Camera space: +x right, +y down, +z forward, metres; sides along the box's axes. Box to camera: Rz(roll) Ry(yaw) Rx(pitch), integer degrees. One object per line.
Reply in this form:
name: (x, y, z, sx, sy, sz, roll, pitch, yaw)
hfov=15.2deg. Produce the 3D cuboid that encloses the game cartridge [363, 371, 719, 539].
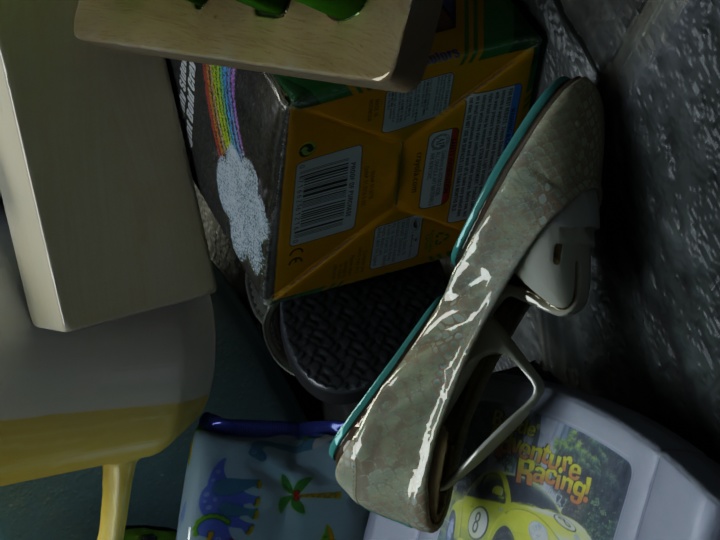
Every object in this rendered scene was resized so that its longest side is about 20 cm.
game cartridge: (0.077, 0.116, 1.116, 0.199, 0.041, 0.134, 19, 92, 47)

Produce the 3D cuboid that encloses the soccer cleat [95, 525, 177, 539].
soccer cleat: (-0.090, 0.189, 1.474, 0.081, 0.200, 0.068, -15, 63, 34)

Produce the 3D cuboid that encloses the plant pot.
plant pot: (-0.170, 0.026, 1.483, 0.196, 0.195, 0.201, 45, 159, 51)

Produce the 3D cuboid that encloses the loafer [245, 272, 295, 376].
loafer: (-0.021, 0.018, 1.344, 0.200, 0.069, 0.070, 6, 117, 68)

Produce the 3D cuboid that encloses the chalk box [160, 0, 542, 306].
chalk box: (-0.023, -0.106, 1.212, 0.125, 0.123, 0.200, 98, 150, -45)

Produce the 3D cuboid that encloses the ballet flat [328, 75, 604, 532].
ballet flat: (0.060, 0.018, 1.105, 0.062, 0.067, 0.201, 34, 103, 18)

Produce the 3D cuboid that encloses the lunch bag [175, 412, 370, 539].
lunch bag: (-0.036, 0.192, 1.366, 0.200, 0.127, 0.171, 79, -165, -55)

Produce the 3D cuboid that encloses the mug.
mug: (-0.160, 0.050, 1.334, 0.150, 0.152, 0.187, -117, 34, -45)

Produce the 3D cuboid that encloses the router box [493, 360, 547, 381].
router box: (0.088, 0.165, 1.200, 0.150, 0.051, 0.201, 103, 147, -47)

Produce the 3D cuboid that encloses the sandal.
sandal: (0.000, 0.000, 1.237, 0.201, 0.075, 0.045, -93, 3, -54)

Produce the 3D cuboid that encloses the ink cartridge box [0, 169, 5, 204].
ink cartridge box: (-0.176, -0.135, 1.322, 0.146, 0.082, 0.201, -1, 82, 63)

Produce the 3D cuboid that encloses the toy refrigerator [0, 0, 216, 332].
toy refrigerator: (-0.131, -0.079, 1.226, 0.070, 0.076, 0.201, -177, 73, -69)

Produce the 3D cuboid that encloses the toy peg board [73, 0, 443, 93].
toy peg board: (-0.052, -0.189, 1.079, 0.199, 0.098, 0.200, 12, 86, 44)
